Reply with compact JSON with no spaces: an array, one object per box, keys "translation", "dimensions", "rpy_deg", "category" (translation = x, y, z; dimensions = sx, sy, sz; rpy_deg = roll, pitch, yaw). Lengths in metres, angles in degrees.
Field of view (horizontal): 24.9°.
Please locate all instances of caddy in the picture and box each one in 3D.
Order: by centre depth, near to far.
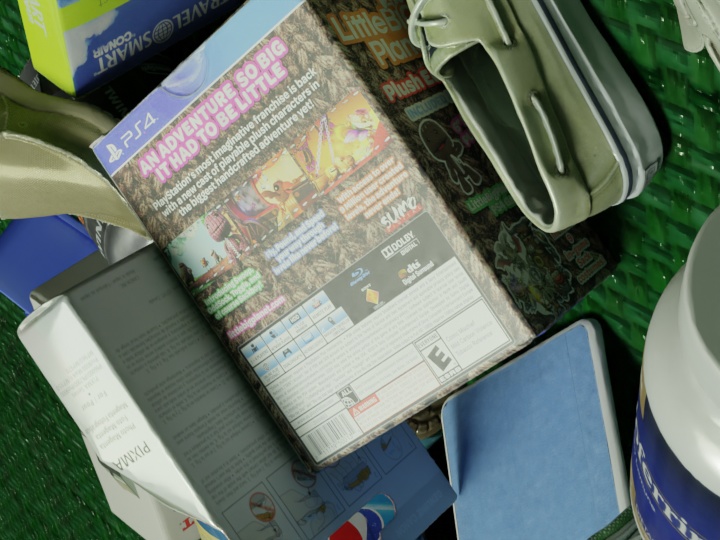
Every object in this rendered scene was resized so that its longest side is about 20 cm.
[{"translation":[-0.194,0.013,1.230],"dimensions":[0.200,0.105,0.141],"rpy_deg":[31,168,41],"category":"caddy"}]

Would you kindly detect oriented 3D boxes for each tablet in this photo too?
[{"translation":[0.093,0.138,0.822],"dimensions":[0.130,0.014,0.201],"rpy_deg":[-36,52,46],"category":"tablet"}]

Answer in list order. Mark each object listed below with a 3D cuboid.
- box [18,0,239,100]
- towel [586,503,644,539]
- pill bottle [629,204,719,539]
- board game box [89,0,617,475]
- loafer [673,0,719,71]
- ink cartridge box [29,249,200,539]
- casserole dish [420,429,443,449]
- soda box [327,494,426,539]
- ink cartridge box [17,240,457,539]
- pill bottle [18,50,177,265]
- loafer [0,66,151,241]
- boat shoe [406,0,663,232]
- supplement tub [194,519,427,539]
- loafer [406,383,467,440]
[{"translation":[-0.128,-0.185,0.865],"dimensions":[0.048,0.122,0.201],"rpy_deg":[37,148,32],"category":"box"},{"translation":[0.173,0.182,0.738],"dimensions":[0.031,0.149,0.201],"rpy_deg":[4,124,58],"category":"towel"},{"translation":[0.160,0.051,0.603],"dimensions":[0.116,0.116,0.200],"rpy_deg":[44,165,24],"category":"pill bottle"},{"translation":[-0.005,-0.032,0.793],"dimensions":[0.159,0.097,0.200],"rpy_deg":[-35,89,38],"category":"board game box"},{"translation":[0.133,-0.103,0.573],"dimensions":[0.200,0.070,0.070],"rpy_deg":[56,145,-1],"category":"loafer"},{"translation":[-0.120,0.071,1.115],"dimensions":[0.084,0.145,0.201],"rpy_deg":[27,142,42],"category":"ink cartridge box"},{"translation":[-0.038,0.079,0.945],"dimensions":[0.121,0.199,0.039],"rpy_deg":[38,112,36],"category":"casserole dish"},{"translation":[0.028,0.215,0.986],"dimensions":[0.068,0.064,0.200],"rpy_deg":[-114,1,-48],"category":"soda box"},{"translation":[-0.057,0.074,0.828],"dimensions":[0.057,0.162,0.201],"rpy_deg":[-29,92,38],"category":"ink cartridge box"},{"translation":[-0.124,-0.057,0.987],"dimensions":[0.200,0.106,0.107],"rpy_deg":[51,155,34],"category":"pill bottle"},{"translation":[-0.176,-0.057,0.898],"dimensions":[0.199,0.068,0.076],"rpy_deg":[26,160,33],"category":"loafer"},{"translation":[0.054,-0.109,0.708],"dimensions":[0.200,0.062,0.072],"rpy_deg":[54,154,7],"category":"boat shoe"},{"translation":[-0.028,0.182,1.085],"dimensions":[0.144,0.144,0.201],"rpy_deg":[27,141,45],"category":"supplement tub"},{"translation":[0.000,0.000,0.920],"dimensions":[0.067,0.076,0.201],"rpy_deg":[-4,108,63],"category":"loafer"}]
